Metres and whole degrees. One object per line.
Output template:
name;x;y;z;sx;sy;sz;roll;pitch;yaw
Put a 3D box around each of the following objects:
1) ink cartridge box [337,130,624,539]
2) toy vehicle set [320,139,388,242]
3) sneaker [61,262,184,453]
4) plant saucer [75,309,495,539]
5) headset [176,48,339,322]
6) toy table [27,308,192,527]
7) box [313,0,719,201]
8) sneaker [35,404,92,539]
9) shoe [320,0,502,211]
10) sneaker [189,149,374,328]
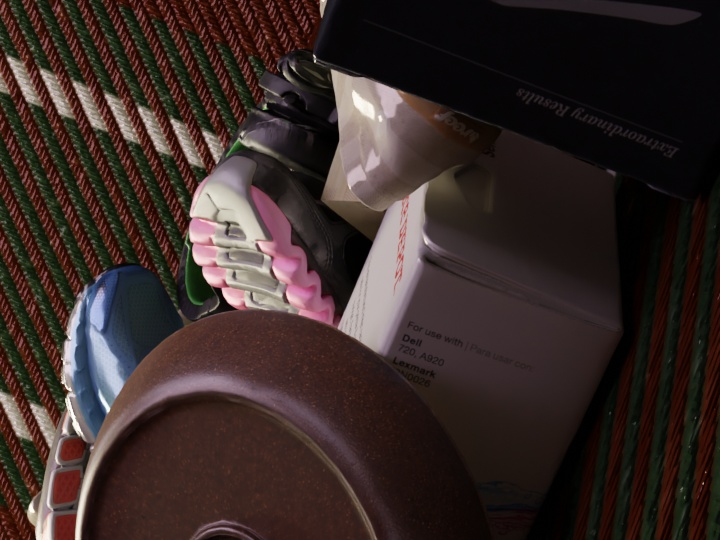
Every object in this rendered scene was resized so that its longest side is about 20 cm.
ink cartridge box;0.027;0.058;1.055;0.145;0.083;0.201;-83;14;-64
toy vehicle set;0.056;-0.093;1.169;0.026;0.124;0.201;4;67;38
sneaker;-0.072;0.084;1.285;0.090;0.078;0.201;-35;72;41
plant saucer;-0.037;0.116;0.993;0.034;0.200;0.201;-13;-47;-52
headset;-0.040;-0.045;1.247;0.200;0.094;0.124;-29;41;55
toy table;-0.074;0.107;1.429;0.184;0.117;0.200;-41;-14;-42
box;0.085;-0.148;0.912;0.105;0.147;0.201;-79;12;-56
sneaker;-0.139;0.152;1.336;0.082;0.077;0.202;-9;75;55
shoe;0.008;-0.089;1.036;0.054;0.070;0.200;-53;22;22
sneaker;0.000;0.000;1.176;0.096;0.079;0.200;-53;-43;-15
